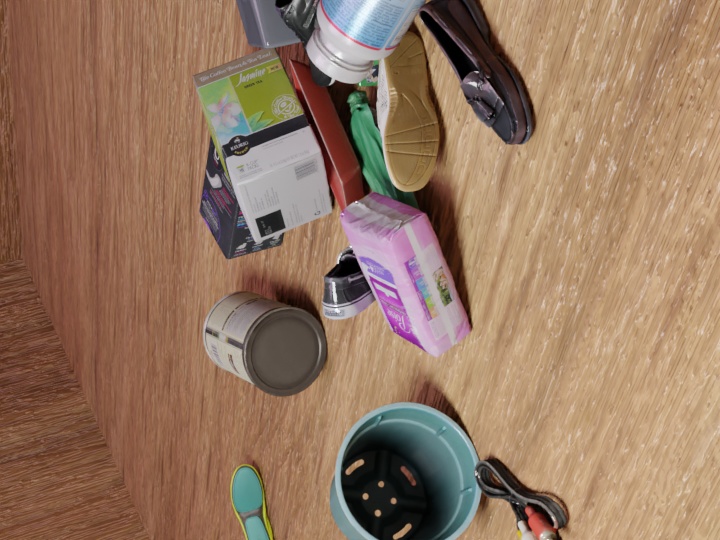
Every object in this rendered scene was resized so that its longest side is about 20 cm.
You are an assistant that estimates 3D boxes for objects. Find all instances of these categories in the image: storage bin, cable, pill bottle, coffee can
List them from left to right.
[{"bbox_3d":[-0.163,0.119,2.133,0.200,0.146,0.147,16,117,62],"label":"coffee can"},{"bbox_3d":[-0.128,-0.379,1.758,0.200,0.145,0.135,-142,39,-73],"label":"storage bin"},{"bbox_3d":[0.016,-0.322,1.502,0.200,0.108,0.109,-54,53,37],"label":"pill bottle"},{"bbox_3d":[0.194,0.294,1.589,0.200,0.050,0.097,47,142,44],"label":"cable"}]

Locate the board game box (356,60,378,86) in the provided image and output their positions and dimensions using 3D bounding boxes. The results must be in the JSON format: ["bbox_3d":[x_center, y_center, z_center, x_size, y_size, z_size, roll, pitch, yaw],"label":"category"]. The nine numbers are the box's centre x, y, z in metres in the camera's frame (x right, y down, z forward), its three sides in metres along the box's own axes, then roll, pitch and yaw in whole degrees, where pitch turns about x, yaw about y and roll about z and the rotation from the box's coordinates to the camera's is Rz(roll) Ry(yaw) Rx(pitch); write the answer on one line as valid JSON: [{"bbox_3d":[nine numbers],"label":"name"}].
[{"bbox_3d":[-0.019,-0.338,1.676,0.200,0.029,0.135,-125,29,-59],"label":"board game box"}]

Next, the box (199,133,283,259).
[{"bbox_3d":[-0.186,-0.135,2.088,0.122,0.106,0.200,57,149,31],"label":"box"}]

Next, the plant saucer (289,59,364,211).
[{"bbox_3d":[-0.040,-0.174,1.777,0.200,0.037,0.201,79,170,-71],"label":"plant saucer"}]

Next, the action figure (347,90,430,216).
[{"bbox_3d":[0.031,-0.149,1.687,0.201,0.054,0.118,67,156,9],"label":"action figure"}]

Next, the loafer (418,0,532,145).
[{"bbox_3d":[0.126,-0.223,1.435,0.201,0.063,0.072,67,154,19],"label":"loafer"}]

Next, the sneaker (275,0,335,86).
[{"bbox_3d":[-0.070,-0.329,1.645,0.076,0.087,0.201,-116,23,-48],"label":"sneaker"}]

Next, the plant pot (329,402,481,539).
[{"bbox_3d":[0.046,0.302,1.763,0.196,0.199,0.201,121,130,-68],"label":"plant pot"}]

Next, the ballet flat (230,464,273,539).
[{"bbox_3d":[-0.219,0.480,2.555,0.067,0.066,0.201,-126,23,-81],"label":"ballet flat"}]

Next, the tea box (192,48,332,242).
[{"bbox_3d":[-0.141,-0.183,1.869,0.200,0.133,0.197,82,164,-68],"label":"tea box"}]

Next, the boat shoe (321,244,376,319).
[{"bbox_3d":[-0.003,0.000,1.709,0.073,0.199,0.068,3,110,26],"label":"boat shoe"}]

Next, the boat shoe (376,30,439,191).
[{"bbox_3d":[0.056,-0.195,1.597,0.069,0.070,0.201,154,114,-77],"label":"boat shoe"}]

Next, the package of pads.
[{"bbox_3d":[0.058,0.003,1.619,0.120,0.076,0.201,31,151,53],"label":"package of pads"}]
